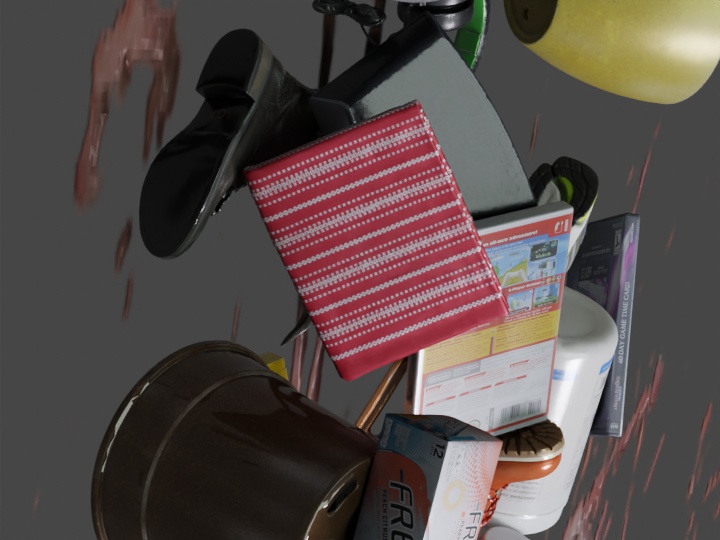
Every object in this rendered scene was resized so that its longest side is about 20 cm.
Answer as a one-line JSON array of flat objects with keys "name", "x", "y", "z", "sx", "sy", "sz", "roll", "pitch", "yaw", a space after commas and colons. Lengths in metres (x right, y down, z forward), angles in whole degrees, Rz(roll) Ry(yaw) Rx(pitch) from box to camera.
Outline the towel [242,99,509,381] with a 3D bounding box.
[{"name": "towel", "x": 0.014, "y": -0.020, "z": 1.463, "sx": 0.144, "sy": 0.023, "sz": 0.200, "roll": -22, "pitch": 117, "yaw": 5}]

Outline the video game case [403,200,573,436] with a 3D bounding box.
[{"name": "video game case", "x": 0.101, "y": 0.049, "z": 1.566, "sx": 0.143, "sy": 0.017, "sz": 0.201, "roll": -13, "pitch": 123, "yaw": -30}]

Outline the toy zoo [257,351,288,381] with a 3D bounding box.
[{"name": "toy zoo", "x": -0.104, "y": 0.156, "z": 1.592, "sx": 0.131, "sy": 0.020, "sz": 0.200, "roll": -33, "pitch": 129, "yaw": -36}]

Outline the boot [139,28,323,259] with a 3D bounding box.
[{"name": "boot", "x": -0.070, "y": -0.072, "z": 1.496, "sx": 0.174, "sy": 0.069, "sz": 0.200, "roll": 36, "pitch": 76, "yaw": -49}]

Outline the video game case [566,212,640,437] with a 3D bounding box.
[{"name": "video game case", "x": 0.218, "y": 0.053, "z": 1.806, "sx": 0.019, "sy": 0.143, "sz": 0.201, "roll": 8, "pitch": 84, "yaw": -13}]

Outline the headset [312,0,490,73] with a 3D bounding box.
[{"name": "headset", "x": 0.041, "y": -0.198, "z": 1.588, "sx": 0.200, "sy": 0.094, "sz": 0.124, "roll": -2, "pitch": 109, "yaw": -65}]

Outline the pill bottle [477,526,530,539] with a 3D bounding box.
[{"name": "pill bottle", "x": 0.085, "y": 0.324, "z": 1.752, "sx": 0.111, "sy": 0.111, "sz": 0.200, "roll": 3, "pitch": 134, "yaw": -50}]

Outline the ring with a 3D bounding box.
[{"name": "ring", "x": 0.023, "y": 0.107, "z": 1.634, "sx": 0.201, "sy": 0.019, "sz": 0.200, "roll": -58, "pitch": 175, "yaw": -8}]

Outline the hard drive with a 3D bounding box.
[{"name": "hard drive", "x": 0.058, "y": -0.086, "z": 1.525, "sx": 0.135, "sy": 0.042, "sz": 0.200, "roll": -37, "pitch": 117, "yaw": -14}]

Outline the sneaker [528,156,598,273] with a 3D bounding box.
[{"name": "sneaker", "x": 0.145, "y": 0.002, "z": 1.664, "sx": 0.200, "sy": 0.074, "sz": 0.081, "roll": -54, "pitch": 157, "yaw": -20}]

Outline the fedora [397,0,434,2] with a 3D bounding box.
[{"name": "fedora", "x": 0.017, "y": -0.299, "z": 1.481, "sx": 0.200, "sy": 0.090, "sz": 0.177, "roll": 7, "pitch": 99, "yaw": -44}]

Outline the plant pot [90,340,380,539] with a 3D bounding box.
[{"name": "plant pot", "x": -0.066, "y": 0.177, "z": 1.474, "sx": 0.200, "sy": 0.198, "sz": 0.201, "roll": -22, "pitch": 121, "yaw": -41}]

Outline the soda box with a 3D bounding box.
[{"name": "soda box", "x": 0.036, "y": 0.205, "z": 1.397, "sx": 0.068, "sy": 0.063, "sz": 0.201, "roll": 6, "pitch": 101, "yaw": -50}]

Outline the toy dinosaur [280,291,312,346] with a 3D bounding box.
[{"name": "toy dinosaur", "x": 0.000, "y": 0.000, "z": 1.601, "sx": 0.200, "sy": 0.102, "sz": 0.077, "roll": -43, "pitch": 152, "yaw": -16}]

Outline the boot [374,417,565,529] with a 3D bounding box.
[{"name": "boot", "x": 0.104, "y": 0.181, "z": 1.683, "sx": 0.075, "sy": 0.200, "sz": 0.108, "roll": -28, "pitch": 103, "yaw": -43}]

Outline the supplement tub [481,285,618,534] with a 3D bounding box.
[{"name": "supplement tub", "x": 0.146, "y": 0.121, "z": 1.756, "sx": 0.132, "sy": 0.132, "sz": 0.200, "roll": -15, "pitch": 129, "yaw": -45}]

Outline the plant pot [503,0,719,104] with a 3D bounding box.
[{"name": "plant pot", "x": 0.206, "y": -0.244, "z": 1.674, "sx": 0.142, "sy": 0.200, "sz": 0.201, "roll": -1, "pitch": 109, "yaw": -23}]
